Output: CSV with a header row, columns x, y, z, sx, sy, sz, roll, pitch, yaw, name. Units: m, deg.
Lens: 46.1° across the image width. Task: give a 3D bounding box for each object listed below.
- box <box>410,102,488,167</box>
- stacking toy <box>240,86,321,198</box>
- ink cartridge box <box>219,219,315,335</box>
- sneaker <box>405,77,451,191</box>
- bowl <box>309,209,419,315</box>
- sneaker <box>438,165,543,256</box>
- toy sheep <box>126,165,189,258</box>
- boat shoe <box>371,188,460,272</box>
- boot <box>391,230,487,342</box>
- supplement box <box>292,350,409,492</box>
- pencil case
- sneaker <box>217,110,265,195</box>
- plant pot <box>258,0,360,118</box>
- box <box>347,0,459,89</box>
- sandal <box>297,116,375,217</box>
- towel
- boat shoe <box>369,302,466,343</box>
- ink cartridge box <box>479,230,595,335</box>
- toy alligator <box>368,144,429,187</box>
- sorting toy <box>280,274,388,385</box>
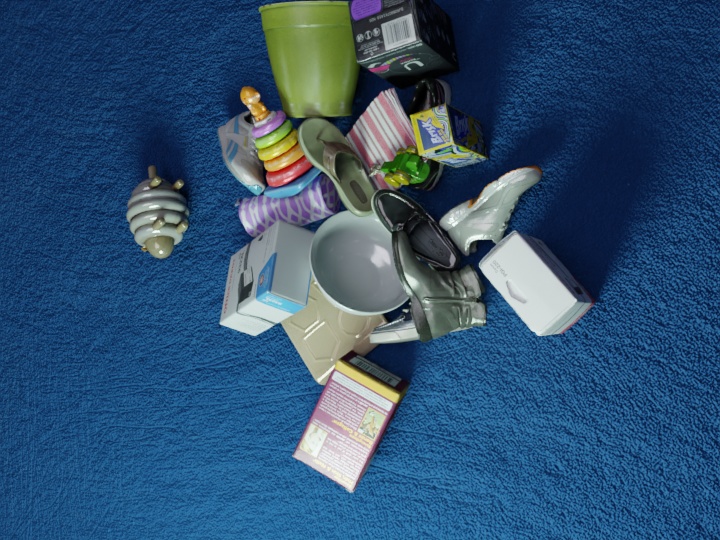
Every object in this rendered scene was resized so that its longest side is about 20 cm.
x,y,z,sx,sy,sz,roll,pitch,yaw,name
0.150,-0.220,1.401,0.064,0.200,0.071,-14,85,23,box
-0.155,-0.241,1.510,0.115,0.110,0.201,-7,123,44,stacking toy
-0.170,0.017,1.540,0.199,0.083,0.147,-30,47,51,ink cartridge box
0.103,-0.243,1.486,0.079,0.086,0.203,5,90,25,sneaker
0.000,0.000,1.505,0.198,0.091,0.203,6,64,-12,bowl
0.235,-0.100,1.437,0.199,0.076,0.093,-35,82,28,sneaker
-0.406,-0.119,1.701,0.136,0.138,0.202,-15,68,24,toy sheep
0.098,-0.067,1.462,0.074,0.066,0.200,-40,91,-2,boat shoe
0.133,0.013,1.421,0.129,0.068,0.202,-19,91,5,boot
-0.015,0.266,1.510,0.130,0.103,0.202,28,100,10,supplement box
-0.135,-0.123,1.603,0.198,0.086,0.085,-12,121,24,pencil case
-0.215,-0.228,1.613,0.080,0.076,0.201,-33,52,13,sneaker
-0.081,-0.375,1.532,0.198,0.200,0.196,4,102,25,plant pot
0.076,-0.394,1.440,0.121,0.200,0.107,-12,84,24,box
-0.030,-0.187,1.482,0.080,0.057,0.202,-39,93,-19,sandal
0.038,-0.209,1.506,0.147,0.030,0.200,60,141,12,towel
0.105,0.070,1.491,0.198,0.075,0.094,-12,79,14,boat shoe
0.282,0.022,1.334,0.085,0.200,0.146,-44,72,17,ink cartridge box
0.071,-0.166,1.422,0.054,0.200,0.060,30,81,-17,toy alligator
-0.057,0.084,1.586,0.185,0.036,0.201,-39,78,19,sorting toy
